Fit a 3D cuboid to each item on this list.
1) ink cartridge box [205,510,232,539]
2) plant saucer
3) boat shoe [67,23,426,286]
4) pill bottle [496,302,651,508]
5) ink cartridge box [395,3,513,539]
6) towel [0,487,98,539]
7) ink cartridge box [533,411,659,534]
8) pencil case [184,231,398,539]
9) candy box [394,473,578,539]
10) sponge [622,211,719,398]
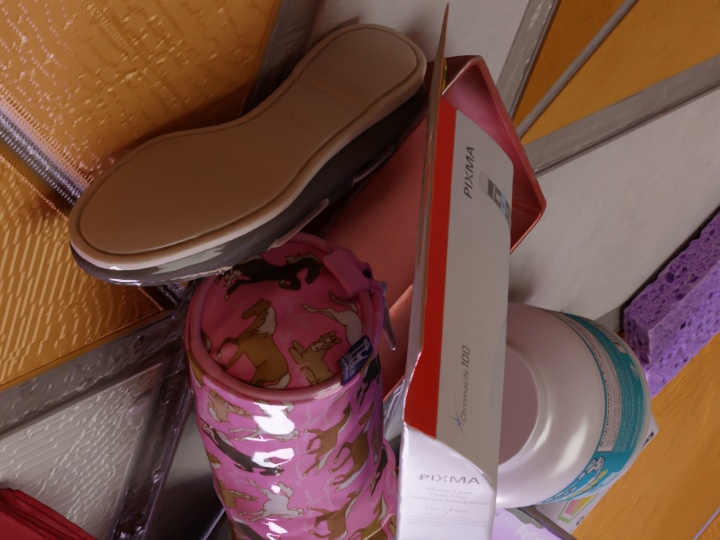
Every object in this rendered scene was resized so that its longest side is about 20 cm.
[{"bbox_3d":[-0.080,0.221,1.158,0.201,0.084,0.146,-57,-176,14],"label":"ink cartridge box"},{"bbox_3d":[0.000,0.000,1.109,0.200,0.037,0.200,-50,157,-6],"label":"plant saucer"},{"bbox_3d":[-0.041,-0.035,0.944,0.200,0.067,0.057,-37,149,-39],"label":"boat shoe"},{"bbox_3d":[0.090,0.075,1.268,0.111,0.111,0.200,-55,162,8],"label":"pill bottle"},{"bbox_3d":[0.044,0.008,0.968,0.200,0.047,0.161,94,1,-62],"label":"ink cartridge box"},{"bbox_3d":[-0.159,0.210,1.026,0.200,0.144,0.022,-55,-162,7],"label":"towel"},{"bbox_3d":[0.137,0.114,1.496,0.104,0.059,0.200,-49,157,-7],"label":"ink cartridge box"},{"bbox_3d":[-0.026,0.067,1.014,0.200,0.086,0.083,86,16,-58],"label":"pencil case"},{"bbox_3d":[0.050,0.228,1.389,0.168,0.072,0.200,36,92,-31],"label":"candy box"},{"bbox_3d":[0.252,-0.004,1.577,0.200,0.030,0.112,-44,155,-17],"label":"sponge"}]
